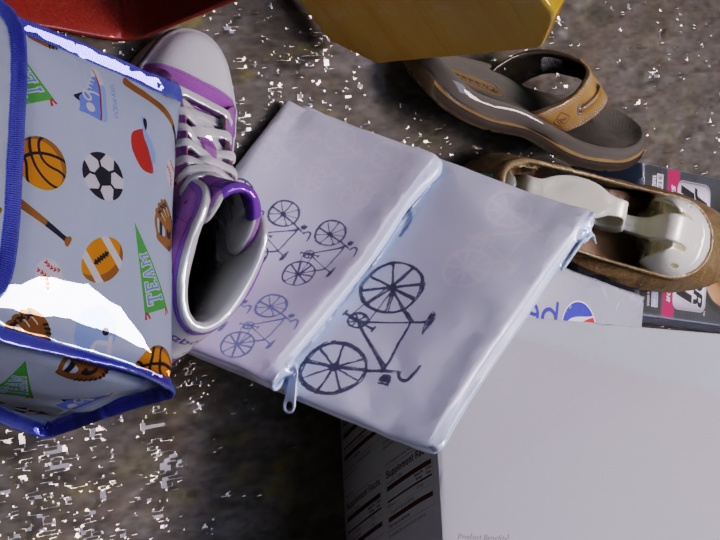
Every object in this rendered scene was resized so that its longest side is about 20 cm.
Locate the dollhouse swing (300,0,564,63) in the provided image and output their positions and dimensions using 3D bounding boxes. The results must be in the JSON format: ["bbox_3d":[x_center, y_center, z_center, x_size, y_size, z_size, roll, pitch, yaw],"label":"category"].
[{"bbox_3d":[0.027,-0.236,1.247,0.176,0.200,0.182,34,66,-40],"label":"dollhouse swing"}]

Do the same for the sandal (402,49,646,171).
[{"bbox_3d":[0.110,-0.111,1.418,0.200,0.082,0.055,18,112,-38],"label":"sandal"}]

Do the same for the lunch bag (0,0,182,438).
[{"bbox_3d":[-0.183,-0.030,1.069,0.200,0.124,0.170,22,58,-41],"label":"lunch bag"}]

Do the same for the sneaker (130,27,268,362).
[{"bbox_3d":[-0.078,-0.047,1.180,0.073,0.114,0.201,21,61,-30],"label":"sneaker"}]

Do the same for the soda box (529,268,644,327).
[{"bbox_3d":[0.083,0.028,1.366,0.200,0.063,0.068,18,74,-44],"label":"soda box"}]

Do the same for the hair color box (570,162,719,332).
[{"bbox_3d":[0.226,-0.011,1.555,0.200,0.061,0.099,8,84,-47],"label":"hair color box"}]

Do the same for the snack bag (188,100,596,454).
[{"bbox_3d":[0.000,0.000,1.233,0.189,0.200,0.021,-53,153,-32],"label":"snack bag"}]

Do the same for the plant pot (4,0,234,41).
[{"bbox_3d":[-0.128,-0.232,1.103,0.200,0.200,0.177,5,75,-46],"label":"plant pot"}]

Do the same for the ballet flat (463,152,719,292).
[{"bbox_3d":[0.156,-0.032,1.419,0.200,0.072,0.068,17,80,-17],"label":"ballet flat"}]

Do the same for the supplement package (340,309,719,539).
[{"bbox_3d":[0.102,0.145,1.284,0.191,0.147,0.200,5,68,-20],"label":"supplement package"}]
